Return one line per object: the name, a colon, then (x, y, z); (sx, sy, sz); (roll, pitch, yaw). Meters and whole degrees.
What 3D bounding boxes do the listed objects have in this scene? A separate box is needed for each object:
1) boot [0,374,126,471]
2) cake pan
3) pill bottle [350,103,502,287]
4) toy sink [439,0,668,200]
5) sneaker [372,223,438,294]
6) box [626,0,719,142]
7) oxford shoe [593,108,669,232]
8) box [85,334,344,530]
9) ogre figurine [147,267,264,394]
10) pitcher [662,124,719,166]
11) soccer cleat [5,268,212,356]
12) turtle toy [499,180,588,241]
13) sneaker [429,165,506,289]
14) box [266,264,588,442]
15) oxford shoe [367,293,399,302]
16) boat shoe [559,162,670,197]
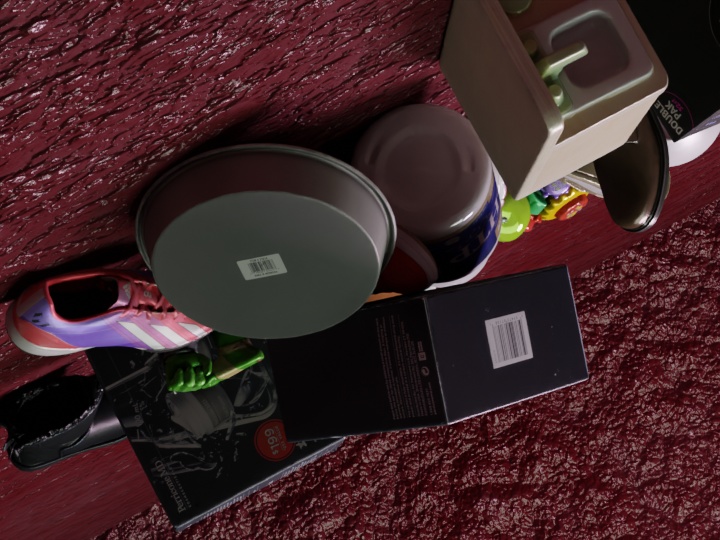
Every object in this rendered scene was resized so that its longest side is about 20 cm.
boot: (-0.293, 0.145, 1.716); (0.198, 0.073, 0.163); (-25, 167, -19)
cake pan: (-0.072, -0.015, 1.228); (0.200, 0.037, 0.201); (-1, 140, 0)
pill bottle: (0.063, -0.055, 1.421); (0.119, 0.120, 0.200); (-29, 161, 0)
toy sink: (0.142, -0.153, 1.188); (0.112, 0.131, 0.200); (-28, 170, -7)
sneaker: (-0.040, 0.002, 1.323); (0.200, 0.071, 0.112); (16, -134, 38)
box: (0.300, -0.218, 1.244); (0.124, 0.149, 0.200); (-23, 170, -37)
oxford shoe: (0.208, -0.126, 1.372); (0.073, 0.201, 0.084); (-2, -167, 45)
box: (-0.143, 0.122, 1.568); (0.182, 0.200, 0.104); (-28, 173, -10)
ogre figurine: (-0.106, 0.024, 1.447); (0.200, 0.120, 0.098); (-24, 174, -17)
pitcher: (0.323, -0.186, 1.664); (0.172, 0.121, 0.200); (-54, 176, 4)
soccer cleat: (-0.185, 0.027, 1.319); (0.200, 0.068, 0.073); (-5, 158, -34)
turtle toy: (0.175, -0.093, 1.657); (0.200, 0.101, 0.146); (-23, 162, -35)
sneaker: (0.069, -0.052, 1.567); (0.088, 0.081, 0.200); (-14, 140, -46)
box: (0.057, 0.069, 1.364); (0.182, 0.104, 0.200); (-10, 180, 43)
oxford shoe: (0.000, 0.000, 1.515); (0.071, 0.071, 0.200); (-12, 145, 18)
boat shoe: (0.207, -0.114, 1.568); (0.068, 0.200, 0.075); (-3, -119, 57)
